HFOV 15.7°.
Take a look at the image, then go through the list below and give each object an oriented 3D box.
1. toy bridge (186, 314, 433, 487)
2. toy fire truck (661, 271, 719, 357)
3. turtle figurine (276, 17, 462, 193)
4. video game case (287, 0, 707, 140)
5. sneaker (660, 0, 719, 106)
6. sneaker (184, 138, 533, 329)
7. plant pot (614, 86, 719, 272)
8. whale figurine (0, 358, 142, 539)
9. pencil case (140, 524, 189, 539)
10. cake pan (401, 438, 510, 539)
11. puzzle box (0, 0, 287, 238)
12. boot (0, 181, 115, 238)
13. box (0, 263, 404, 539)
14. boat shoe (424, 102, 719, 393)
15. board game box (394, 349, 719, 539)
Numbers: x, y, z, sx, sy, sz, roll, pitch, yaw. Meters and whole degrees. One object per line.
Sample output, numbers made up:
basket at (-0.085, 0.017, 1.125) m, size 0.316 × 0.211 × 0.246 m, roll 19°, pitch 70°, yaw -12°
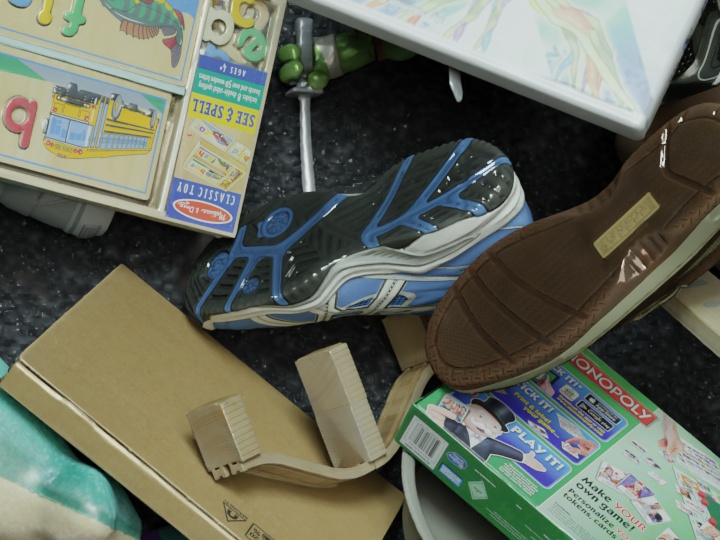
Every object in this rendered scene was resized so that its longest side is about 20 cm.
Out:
toy bridge at (-0.010, 0.072, 1.336) m, size 0.200 × 0.027 × 0.067 m, roll -23°, pitch 93°, yaw -53°
toy fire truck at (0.244, 0.081, 1.316) m, size 0.176 × 0.128 × 0.201 m, roll -7°, pitch 80°, yaw -48°
turtle figurine at (0.000, -0.157, 1.388) m, size 0.194 × 0.144 × 0.200 m, roll 46°, pitch 68°, yaw 1°
video game case at (0.087, -0.181, 1.318) m, size 0.199 × 0.022 × 0.183 m, roll 23°, pitch 75°, yaw 12°
sneaker at (0.139, -0.181, 1.427) m, size 0.080 × 0.086 × 0.201 m, roll -30°, pitch 59°, yaw 20°
sneaker at (0.000, 0.000, 1.357) m, size 0.199 × 0.077 × 0.076 m, roll -15°, pitch 46°, yaw 24°
plant pot at (0.260, -0.035, 1.400) m, size 0.200 × 0.200 × 0.175 m, roll -29°, pitch 100°, yaw -16°
whale figurine at (-0.196, 0.075, 1.282) m, size 0.199 × 0.159 × 0.104 m, roll 20°, pitch 82°, yaw 14°
pencil case at (-0.151, 0.191, 1.301) m, size 0.199 × 0.085 × 0.093 m, roll -14°, pitch 119°, yaw -14°
cake pan at (0.106, 0.140, 1.341) m, size 0.200 × 0.037 × 0.201 m, roll 18°, pitch 37°, yaw -15°
puzzle box at (-0.140, -0.102, 1.329) m, size 0.199 × 0.025 × 0.134 m, roll 14°, pitch 87°, yaw -29°
boot at (-0.152, -0.124, 1.384) m, size 0.095 × 0.074 × 0.201 m, roll 20°, pitch 74°, yaw -13°
box at (-0.074, 0.087, 1.317) m, size 0.200 × 0.164 × 0.021 m, roll 39°, pitch 111°, yaw 0°
boat shoe at (0.127, 0.002, 1.301) m, size 0.202 × 0.075 × 0.075 m, roll -35°, pitch 58°, yaw 19°
board game box at (0.131, 0.115, 1.332) m, size 0.200 × 0.029 × 0.134 m, roll 40°, pitch 36°, yaw 16°
